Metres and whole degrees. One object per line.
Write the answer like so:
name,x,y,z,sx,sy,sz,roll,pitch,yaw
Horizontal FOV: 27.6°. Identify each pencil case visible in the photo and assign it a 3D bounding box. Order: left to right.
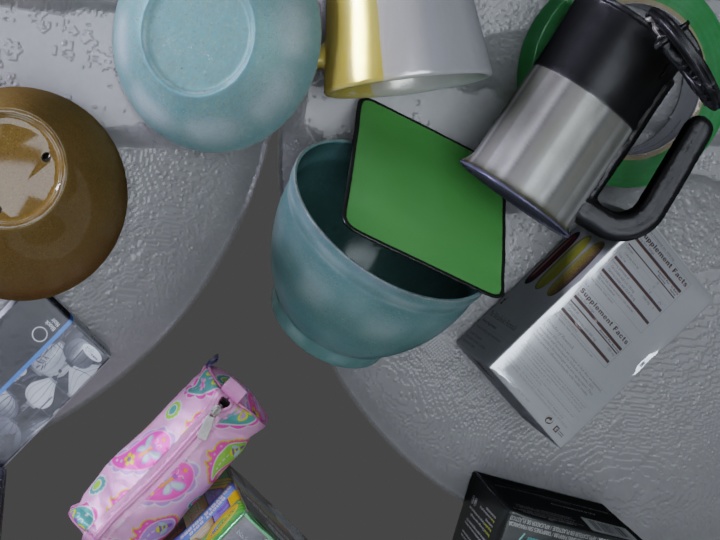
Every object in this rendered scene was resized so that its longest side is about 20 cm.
pencil case,-0.172,0.176,1.334,0.200,0.087,0.087,-46,104,0

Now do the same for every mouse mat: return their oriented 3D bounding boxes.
mouse mat,0.061,-0.067,1.302,0.160,0.201,0.008,25,128,-14

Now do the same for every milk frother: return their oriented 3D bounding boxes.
milk frother,0.200,-0.128,1.244,0.180,0.200,0.189,34,92,18

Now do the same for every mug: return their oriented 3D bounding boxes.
mug,0.018,-0.235,1.279,0.185,0.149,0.155,-8,93,-32

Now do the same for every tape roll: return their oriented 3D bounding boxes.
tape roll,0.248,-0.181,1.383,0.198,0.048,0.202,-2,99,-10

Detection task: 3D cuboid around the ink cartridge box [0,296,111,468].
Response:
ink cartridge box,-0.328,0.113,1.318,0.099,0.039,0.200,44,89,-15

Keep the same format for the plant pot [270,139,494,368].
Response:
plant pot,0.000,0.000,1.301,0.199,0.201,0.135,26,124,-14

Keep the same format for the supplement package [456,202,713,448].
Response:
supplement package,0.208,0.047,1.377,0.200,0.114,0.110,-44,105,-3

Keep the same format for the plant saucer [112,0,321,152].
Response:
plant saucer,-0.132,-0.202,1.260,0.199,0.039,0.203,1,95,18

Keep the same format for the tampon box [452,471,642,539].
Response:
tampon box,0.161,0.320,1.403,0.149,0.126,0.202,15,96,-13

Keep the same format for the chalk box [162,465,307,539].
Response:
chalk box,-0.110,0.279,1.304,0.124,0.200,0.124,-44,104,-2

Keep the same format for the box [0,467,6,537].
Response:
box,-0.411,0.242,1.259,0.198,0.133,0.115,7,124,-12

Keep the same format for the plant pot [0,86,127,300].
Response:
plant pot,-0.281,-0.071,1.199,0.185,0.200,0.188,0,88,-11
